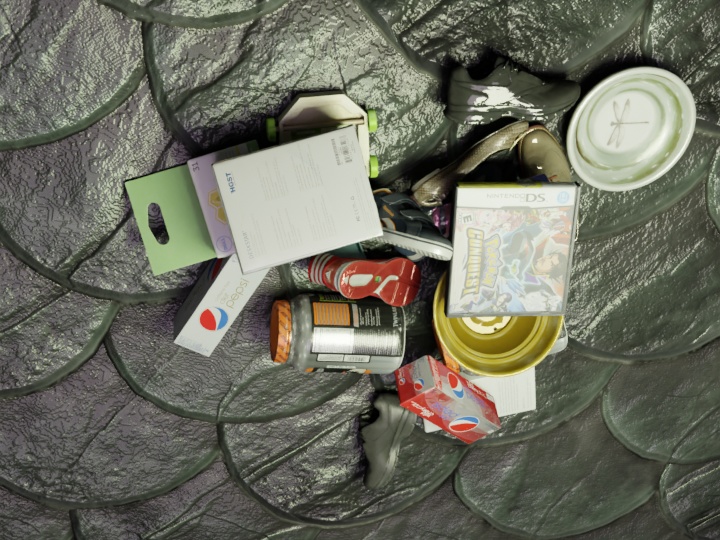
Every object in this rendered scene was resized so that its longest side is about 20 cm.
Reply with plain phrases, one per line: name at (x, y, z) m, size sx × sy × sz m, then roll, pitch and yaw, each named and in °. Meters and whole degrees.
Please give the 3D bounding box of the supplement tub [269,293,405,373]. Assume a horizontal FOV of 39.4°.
supplement tub at (-0.038, 0.098, 1.572) m, size 0.199 × 0.123 × 0.123 m, roll 4°, pitch 122°, yaw -13°

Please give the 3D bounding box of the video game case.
video game case at (0.214, -0.028, 1.430) m, size 0.180 × 0.026 × 0.201 m, roll -1°, pitch 112°, yaw -7°

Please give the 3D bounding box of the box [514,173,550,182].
box at (0.215, -0.070, 1.507) m, size 0.119 × 0.042 × 0.200 m, roll -17°, pitch 146°, yaw -21°

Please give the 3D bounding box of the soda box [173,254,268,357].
soda box at (-0.210, 0.031, 1.525) m, size 0.063 × 0.068 × 0.200 m, roll 26°, pitch 114°, yaw -25°

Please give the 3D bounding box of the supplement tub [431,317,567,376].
supplement tub at (0.222, 0.097, 1.625) m, size 0.199 × 0.123 × 0.123 m, roll -16°, pitch 124°, yaw 0°

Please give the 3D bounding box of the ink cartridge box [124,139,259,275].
ink cartridge box at (-0.220, -0.087, 1.421) m, size 0.199 × 0.048 × 0.146 m, roll -17°, pitch 95°, yaw -3°

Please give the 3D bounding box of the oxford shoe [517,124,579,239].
oxford shoe at (0.295, -0.129, 1.520) m, size 0.070 × 0.075 × 0.200 m, roll -27°, pitch 124°, yaw 6°

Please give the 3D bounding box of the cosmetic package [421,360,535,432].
cosmetic package at (0.196, 0.200, 1.717) m, size 0.199 × 0.074 × 0.102 m, roll -10°, pitch 125°, yaw -3°

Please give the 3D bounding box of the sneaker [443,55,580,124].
sneaker at (0.216, -0.259, 1.416) m, size 0.199 × 0.076 × 0.091 m, roll -7°, pitch 114°, yaw -12°

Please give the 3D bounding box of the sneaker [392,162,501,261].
sneaker at (0.121, -0.099, 1.507) m, size 0.200 × 0.070 × 0.082 m, roll -44°, pitch 122°, yaw 15°

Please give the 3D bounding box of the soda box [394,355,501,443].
soda box at (0.140, 0.207, 1.598) m, size 0.070 × 0.064 × 0.200 m, roll -30°, pitch 138°, yaw 25°

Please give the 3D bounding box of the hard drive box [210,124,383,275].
hard drive box at (-0.086, -0.096, 1.367) m, size 0.199 × 0.077 × 0.157 m, roll -15°, pitch 95°, yaw -3°

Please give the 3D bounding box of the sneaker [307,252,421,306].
sneaker at (0.000, 0.000, 1.535) m, size 0.200 × 0.115 × 0.079 m, roll 13°, pitch 96°, yaw -52°

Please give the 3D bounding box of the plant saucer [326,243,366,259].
plant saucer at (-0.045, -0.060, 1.530) m, size 0.070 × 0.019 × 0.201 m, roll -21°, pitch 125°, yaw 2°

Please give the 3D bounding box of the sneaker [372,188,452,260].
sneaker at (0.057, -0.073, 1.442) m, size 0.078 × 0.199 × 0.080 m, roll 22°, pitch 89°, yaw -49°

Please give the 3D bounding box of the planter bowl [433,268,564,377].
planter bowl at (0.200, 0.057, 1.518) m, size 0.199 × 0.083 × 0.202 m, roll 0°, pitch 91°, yaw -7°

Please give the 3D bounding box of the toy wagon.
toy wagon at (-0.053, -0.154, 1.439) m, size 0.154 × 0.040 × 0.201 m, roll -6°, pitch 116°, yaw -7°

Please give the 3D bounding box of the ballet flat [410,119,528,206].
ballet flat at (0.165, -0.154, 1.464) m, size 0.200 × 0.067 × 0.046 m, roll -33°, pitch 83°, yaw -5°

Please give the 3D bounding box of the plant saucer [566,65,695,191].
plant saucer at (0.397, -0.217, 1.499) m, size 0.199 × 0.050 × 0.201 m, roll -5°, pitch 124°, yaw -8°

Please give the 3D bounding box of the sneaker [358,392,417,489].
sneaker at (0.032, 0.292, 1.753) m, size 0.090 × 0.076 × 0.201 m, roll 15°, pitch 112°, yaw -9°
